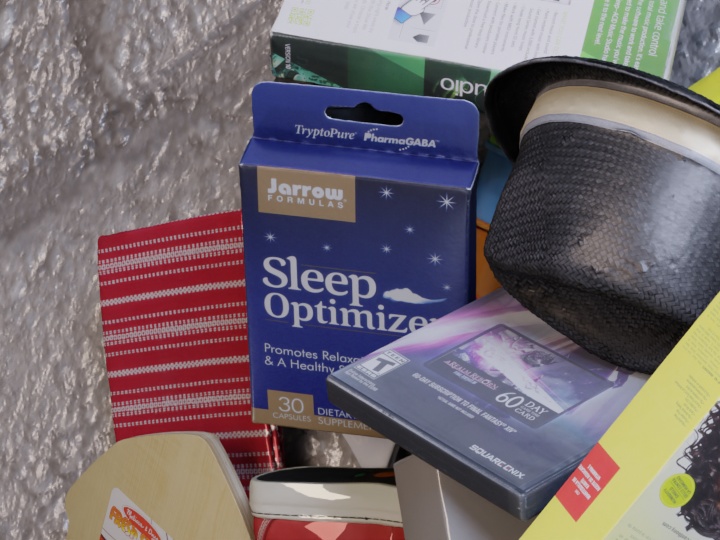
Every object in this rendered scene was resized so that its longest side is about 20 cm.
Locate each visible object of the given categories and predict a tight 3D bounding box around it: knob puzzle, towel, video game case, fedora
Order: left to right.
[{"bbox_3d":[-0.104,0.181,1.436,0.219,0.030,0.221,10,104,45],"label":"knob puzzle"},{"bbox_3d":[-0.099,0.070,1.459,0.144,0.022,0.202,-9,86,43],"label":"towel"},{"bbox_3d":[0.104,0.045,1.185,0.143,0.199,0.019,28,135,44],"label":"video game case"},{"bbox_3d":[0.128,-0.013,1.140,0.200,0.201,0.092,12,63,45],"label":"fedora"}]

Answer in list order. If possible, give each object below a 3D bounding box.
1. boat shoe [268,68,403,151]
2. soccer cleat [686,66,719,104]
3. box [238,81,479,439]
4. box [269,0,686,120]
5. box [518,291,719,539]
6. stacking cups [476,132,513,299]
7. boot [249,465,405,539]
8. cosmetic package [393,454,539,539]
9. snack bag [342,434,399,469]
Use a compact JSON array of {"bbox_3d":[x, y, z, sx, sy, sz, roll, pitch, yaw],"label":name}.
[{"bbox_3d":[0.026,-0.118,1.299,0.074,0.199,0.063,34,139,31],"label":"boat shoe"},{"bbox_3d":[0.182,-0.073,1.228,0.199,0.065,0.084,-20,42,44],"label":"soccer cleat"},{"bbox_3d":[0.000,0.000,1.260,0.120,0.032,0.201,6,125,11],"label":"box"},{"bbox_3d":[0.066,-0.142,1.247,0.198,0.036,0.145,10,51,10],"label":"box"},{"bbox_3d":[0.132,0.107,1.082,0.200,0.075,0.050,-52,32,9],"label":"box"},{"bbox_3d":[0.081,-0.044,1.312,0.060,0.060,0.201,32,104,44],"label":"stacking cups"},{"bbox_3d":[0.033,0.180,1.310,0.199,0.072,0.145,-3,95,35],"label":"boot"},{"bbox_3d":[0.087,0.177,1.183,0.090,0.106,0.202,134,129,-71],"label":"cosmetic package"},{"bbox_3d":[-0.010,-0.008,1.367,0.189,0.021,0.201,55,141,39],"label":"snack bag"}]
